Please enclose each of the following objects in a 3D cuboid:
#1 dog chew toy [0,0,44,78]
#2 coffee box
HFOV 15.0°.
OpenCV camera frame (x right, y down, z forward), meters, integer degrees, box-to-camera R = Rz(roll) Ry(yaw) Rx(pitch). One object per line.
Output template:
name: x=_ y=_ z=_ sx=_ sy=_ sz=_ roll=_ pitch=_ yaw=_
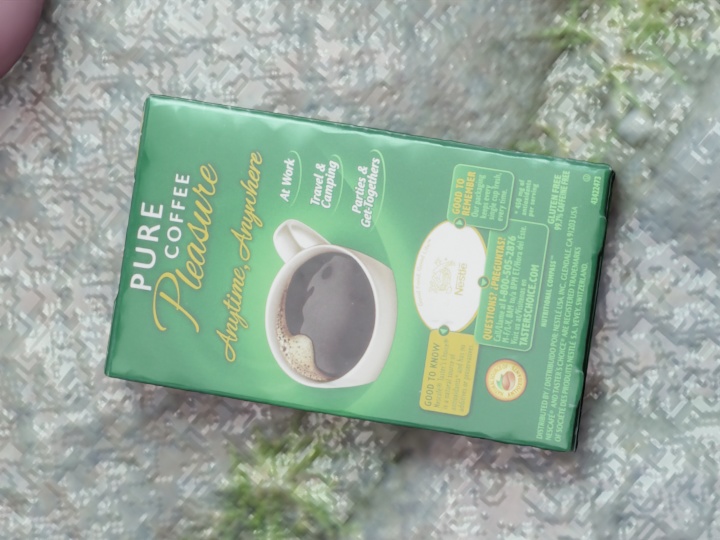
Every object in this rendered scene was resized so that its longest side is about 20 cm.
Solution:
dog chew toy: x=-0.223 y=-0.092 z=1.123 sx=0.200 sy=0.125 sz=0.125 roll=-43 pitch=88 yaw=15
coffee box: x=0.000 y=0.000 z=1.136 sx=0.199 sy=0.044 sz=0.124 roll=8 pitch=94 yaw=6
